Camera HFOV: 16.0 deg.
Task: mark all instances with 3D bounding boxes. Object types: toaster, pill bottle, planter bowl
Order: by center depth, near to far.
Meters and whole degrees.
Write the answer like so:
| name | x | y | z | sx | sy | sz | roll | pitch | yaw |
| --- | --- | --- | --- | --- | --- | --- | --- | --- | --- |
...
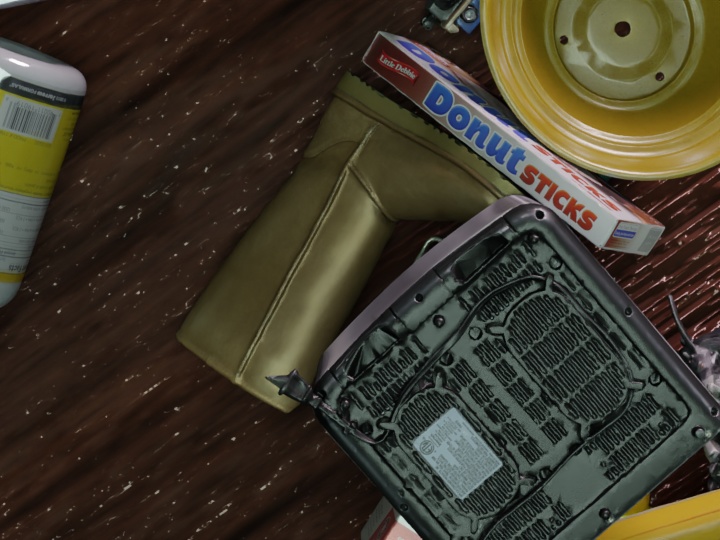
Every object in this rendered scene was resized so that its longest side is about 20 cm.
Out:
| name | x | y | z | sx | sy | sz | roll | pitch | yaw |
| --- | --- | --- | --- | --- | --- | --- | --- | --- | --- |
| toaster | 0.078 | 0.067 | 1.457 | 0.181 | 0.119 | 0.200 | -42 | 96 | 3 |
| planter bowl | 0.166 | -0.152 | 1.561 | 0.199 | 0.083 | 0.202 | 0 | 87 | -5 |
| pill bottle | -0.249 | -0.044 | 1.564 | 0.111 | 0.112 | 0.201 | 20 | 96 | -2 |

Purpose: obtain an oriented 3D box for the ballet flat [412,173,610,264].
| name | x | y | z | sx | sy | sz | roll | pitch | yaw |
| --- | --- | --- | --- | --- | --- | --- | --- | --- | --- |
| ballet flat | 0.078 | -0.012 | 1.596 | 0.071 | 0.071 | 0.200 | 38 | 95 | -4 |

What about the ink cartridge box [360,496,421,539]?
| name | x | y | z | sx | sy | sz | roll | pitch | yaw |
| --- | --- | --- | --- | --- | --- | --- | --- | --- | --- |
| ink cartridge box | 0.080 | 0.108 | 1.580 | 0.067 | 0.116 | 0.201 | 32 | 96 | -4 |

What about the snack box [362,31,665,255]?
| name | x | y | z | sx | sy | sz | roll | pitch | yaw |
| --- | --- | --- | --- | --- | --- | --- | --- | --- | --- |
| snack box | 0.091 | -0.076 | 1.537 | 0.200 | 0.072 | 0.024 | 40 | 107 | 25 |

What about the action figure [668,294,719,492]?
| name | x | y | z | sx | sy | sz | roll | pitch | yaw |
| --- | --- | --- | --- | --- | --- | --- | --- | --- | --- |
| action figure | 0.266 | 0.092 | 1.588 | 0.199 | 0.102 | 0.119 | 31 | 107 | -5 |

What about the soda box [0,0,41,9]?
| name | x | y | z | sx | sy | sz | roll | pitch | yaw |
| --- | --- | --- | --- | --- | --- | --- | --- | --- | --- |
| soda box | -0.161 | -0.208 | 1.570 | 0.199 | 0.064 | 0.069 | -11 | 96 | 2 |

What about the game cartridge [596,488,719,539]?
| name | x | y | z | sx | sy | sz | roll | pitch | yaw |
| --- | --- | --- | --- | --- | --- | --- | --- | --- | --- |
| game cartridge | 0.258 | 0.202 | 1.576 | 0.199 | 0.033 | 0.177 | -16 | 124 | 7 |

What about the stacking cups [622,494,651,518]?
| name | x | y | z | sx | sy | sz | roll | pitch | yaw |
| --- | --- | --- | --- | --- | --- | --- | --- | --- | --- |
| stacking cups | 0.152 | 0.207 | 1.627 | 0.060 | 0.061 | 0.201 | 4 | 101 | -1 |

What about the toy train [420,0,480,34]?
| name | x | y | z | sx | sy | sz | roll | pitch | yaw |
| --- | --- | --- | --- | --- | --- | --- | --- | --- | --- |
| toy train | 0.112 | -0.220 | 1.587 | 0.046 | 0.034 | 0.200 | 41 | 94 | -17 |

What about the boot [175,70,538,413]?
| name | x | y | z | sx | sy | sz | roll | pitch | yaw |
| --- | --- | --- | --- | --- | --- | --- | --- | --- | --- |
| boot | 0.000 | 0.000 | 1.571 | 0.175 | 0.066 | 0.201 | 34 | 95 | 36 |
